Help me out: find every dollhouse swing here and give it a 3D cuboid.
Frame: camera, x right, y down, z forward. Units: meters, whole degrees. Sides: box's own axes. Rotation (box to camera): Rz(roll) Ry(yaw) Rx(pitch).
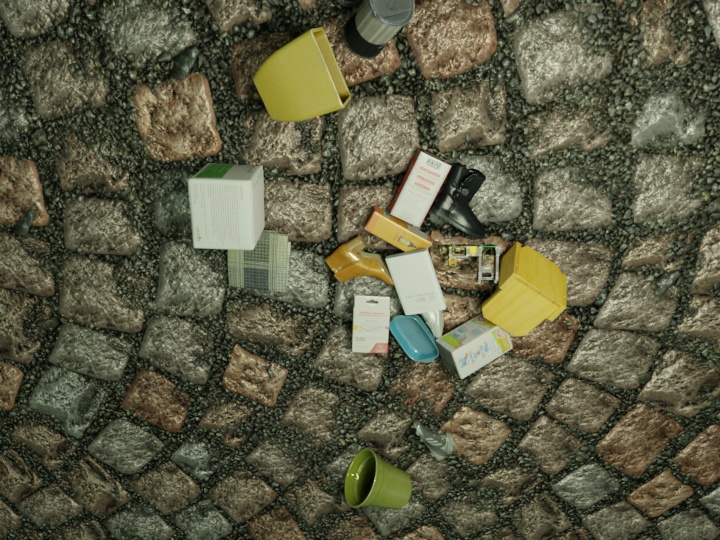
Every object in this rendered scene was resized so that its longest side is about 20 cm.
[{"bbox_3d":[0.480,0.063,1.677,0.199,0.182,0.176,30,139,-14],"label":"dollhouse swing"}]

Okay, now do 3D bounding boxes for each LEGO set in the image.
[{"bbox_3d":[0.324,-0.016,1.655,0.198,0.154,0.117,-1,96,-7],"label":"LEGO set"}]

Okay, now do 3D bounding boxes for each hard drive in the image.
[{"bbox_3d":[0.167,0.036,1.679,0.131,0.027,0.201,-10,115,25],"label":"hard drive"}]

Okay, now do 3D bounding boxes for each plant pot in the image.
[{"bbox_3d":[0.073,0.751,1.968,0.183,0.201,0.201,26,111,-23],"label":"plant pot"},{"bbox_3d":[-0.160,-0.490,1.449,0.199,0.194,0.196,-19,111,14],"label":"plant pot"}]

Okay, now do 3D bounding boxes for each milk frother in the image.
[{"bbox_3d":[0.021,-0.662,1.370,0.199,0.188,0.181,31,76,-17],"label":"milk frother"}]

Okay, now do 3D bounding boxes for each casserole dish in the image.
[{"bbox_3d":[0.176,0.210,1.791,0.121,0.039,0.201,-20,113,39],"label":"casserole dish"}]

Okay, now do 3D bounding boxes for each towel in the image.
[{"bbox_3d":[-0.313,-0.033,1.723,0.191,0.035,0.201,6,115,1],"label":"towel"}]

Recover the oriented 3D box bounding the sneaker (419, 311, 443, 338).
[{"bbox_3d":[0.208,0.123,1.767,0.088,0.075,0.201,-10,108,19],"label":"sneaker"}]

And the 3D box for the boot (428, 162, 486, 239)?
[{"bbox_3d":[0.317,-0.201,1.618,0.199,0.077,0.169,28,107,-15],"label":"boot"}]

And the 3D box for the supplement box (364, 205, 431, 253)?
[{"bbox_3d":[0.111,-0.112,1.664,0.199,0.069,0.067,29,111,-9],"label":"supplement box"}]

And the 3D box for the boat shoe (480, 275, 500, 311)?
[{"bbox_3d":[0.444,0.048,1.722,0.201,0.075,0.086,-35,109,10],"label":"boat shoe"}]

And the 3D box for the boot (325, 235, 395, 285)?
[{"bbox_3d":[0.000,0.000,1.717,0.144,0.071,0.201,-37,105,21],"label":"boot"}]

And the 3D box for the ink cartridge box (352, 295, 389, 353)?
[{"bbox_3d":[0.033,0.159,1.775,0.116,0.068,0.201,3,114,-1],"label":"ink cartridge box"}]

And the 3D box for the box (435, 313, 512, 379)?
[{"bbox_3d":[0.354,0.229,1.745,0.199,0.112,0.102,-28,112,-12],"label":"box"}]

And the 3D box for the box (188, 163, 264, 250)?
[{"bbox_3d":[-0.367,-0.182,1.566,0.170,0.199,0.201,3,112,-1],"label":"box"}]

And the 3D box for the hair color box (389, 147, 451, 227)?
[{"bbox_3d":[0.170,-0.238,1.614,0.101,0.061,0.201,23,112,-9],"label":"hair color box"}]

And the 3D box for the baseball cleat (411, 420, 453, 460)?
[{"bbox_3d":[0.259,0.576,1.954,0.106,0.070,0.201,-31,119,5],"label":"baseball cleat"}]
